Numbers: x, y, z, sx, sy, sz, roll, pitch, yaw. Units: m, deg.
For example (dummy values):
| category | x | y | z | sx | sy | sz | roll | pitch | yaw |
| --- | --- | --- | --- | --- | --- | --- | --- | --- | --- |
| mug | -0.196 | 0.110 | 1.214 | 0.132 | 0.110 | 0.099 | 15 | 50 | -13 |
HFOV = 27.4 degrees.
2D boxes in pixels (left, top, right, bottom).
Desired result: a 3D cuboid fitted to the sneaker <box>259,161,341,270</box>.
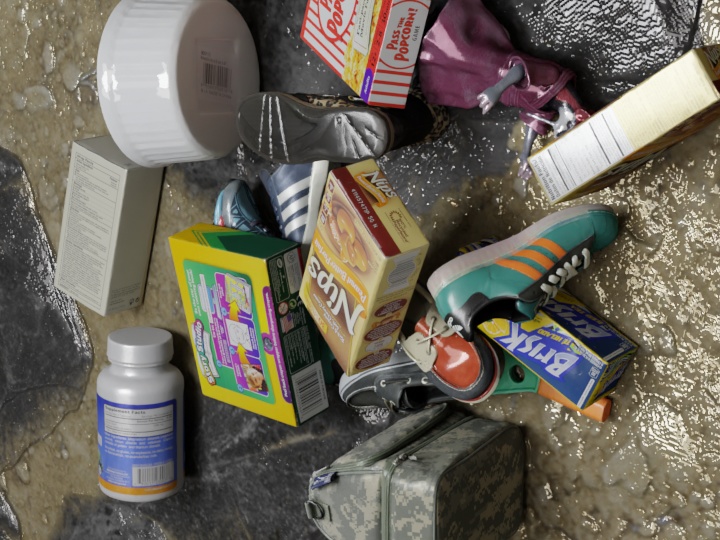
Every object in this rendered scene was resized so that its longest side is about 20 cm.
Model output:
| category | x | y | z | sx | sy | sz | roll | pitch | yaw |
| --- | --- | --- | --- | --- | --- | --- | --- | --- | --- |
| sneaker | -0.075 | -0.071 | 1.652 | 0.083 | 0.075 | 0.203 | 10 | 91 | 15 |

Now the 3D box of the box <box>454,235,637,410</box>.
| category | x | y | z | sx | sy | sz | roll | pitch | yaw |
| --- | --- | --- | --- | --- | --- | --- | --- | --- | --- |
| box | 0.180 | 0.051 | 1.506 | 0.199 | 0.070 | 0.065 | 39 | 124 | 24 |

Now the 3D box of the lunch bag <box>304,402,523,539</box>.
| category | x | y | z | sx | sy | sz | roll | pitch | yaw |
| --- | --- | --- | --- | --- | --- | --- | --- | --- | --- |
| lunch bag | 0.059 | 0.230 | 1.560 | 0.166 | 0.199 | 0.141 | 8 | 110 | 35 |

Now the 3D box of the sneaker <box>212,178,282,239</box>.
| category | x | y | z | sx | sy | sz | roll | pitch | yaw |
| --- | --- | --- | --- | --- | --- | --- | --- | --- | --- |
| sneaker | -0.101 | -0.017 | 1.713 | 0.095 | 0.079 | 0.202 | -15 | 100 | 30 |

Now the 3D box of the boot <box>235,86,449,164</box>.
| category | x | y | z | sx | sy | sz | roll | pitch | yaw |
| --- | --- | --- | --- | --- | --- | --- | --- | --- | --- |
| boot | -0.017 | -0.158 | 1.555 | 0.198 | 0.150 | 0.074 | 6 | 106 | 35 |

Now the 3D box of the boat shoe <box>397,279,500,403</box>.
| category | x | y | z | sx | sy | sz | roll | pitch | yaw |
| --- | --- | --- | --- | --- | --- | --- | --- | --- | --- |
| boat shoe | 0.073 | 0.063 | 1.525 | 0.071 | 0.062 | 0.200 | -46 | 44 | 6 |

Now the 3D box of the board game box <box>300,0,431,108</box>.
| category | x | y | z | sx | sy | sz | roll | pitch | yaw |
| --- | --- | --- | --- | --- | --- | --- | --- | --- | --- |
| board game box | 0.007 | -0.276 | 1.519 | 0.200 | 0.046 | 0.153 | -130 | 48 | -54 |

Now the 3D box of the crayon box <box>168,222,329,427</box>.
| category | x | y | z | sx | sy | sz | roll | pitch | yaw |
| --- | --- | --- | --- | --- | --- | --- | --- | --- | --- |
| crayon box | -0.126 | 0.058 | 1.656 | 0.171 | 0.058 | 0.203 | 13 | 121 | 45 |

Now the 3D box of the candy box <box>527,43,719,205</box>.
| category | x | y | z | sx | sy | sz | roll | pitch | yaw |
| --- | --- | --- | --- | --- | --- | --- | --- | --- | --- |
| candy box | 0.264 | -0.136 | 1.367 | 0.199 | 0.115 | 0.056 | -34 | 79 | 37 |

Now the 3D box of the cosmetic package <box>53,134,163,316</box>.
| category | x | y | z | sx | sy | sz | roll | pitch | yaw |
| --- | --- | --- | --- | --- | --- | --- | --- | --- | --- |
| cosmetic package | -0.319 | -0.057 | 1.861 | 0.103 | 0.073 | 0.202 | 28 | 116 | 29 |

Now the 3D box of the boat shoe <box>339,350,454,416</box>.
| category | x | y | z | sx | sy | sz | roll | pitch | yaw |
| --- | --- | --- | --- | --- | --- | --- | --- | --- | --- |
| boat shoe | 0.052 | 0.124 | 1.593 | 0.199 | 0.068 | 0.057 | -20 | 51 | 38 |

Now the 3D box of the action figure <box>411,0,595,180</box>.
| category | x | y | z | sx | sy | sz | roll | pitch | yaw |
| --- | --- | --- | --- | --- | --- | --- | --- | --- | --- |
| action figure | 0.154 | -0.193 | 1.473 | 0.198 | 0.134 | 0.150 | 23 | 72 | 18 |

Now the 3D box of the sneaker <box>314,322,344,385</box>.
| category | x | y | z | sx | sy | sz | roll | pitch | yaw |
| --- | --- | --- | --- | --- | --- | --- | --- | --- | --- |
| sneaker | -0.012 | 0.033 | 1.658 | 0.079 | 0.071 | 0.203 | 17 | 109 | 16 |

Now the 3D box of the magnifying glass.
| category | x | y | z | sx | sy | sz | roll | pitch | yaw |
| --- | --- | --- | --- | --- | --- | --- | --- | --- | --- |
| magnifying glass | 0.174 | 0.111 | 1.557 | 0.198 | 0.022 | 0.081 | 22 | 113 | 31 |

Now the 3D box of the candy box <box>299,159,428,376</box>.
| category | x | y | z | sx | sy | sz | roll | pitch | yaw |
| --- | --- | --- | --- | --- | --- | --- | --- | --- | --- |
| candy box | 0.000 | 0.000 | 1.488 | 0.116 | 0.055 | 0.201 | 58 | 151 | 29 |

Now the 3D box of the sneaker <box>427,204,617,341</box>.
| category | x | y | z | sx | sy | sz | roll | pitch | yaw |
| --- | --- | --- | --- | --- | --- | --- | --- | --- | --- |
| sneaker | 0.170 | 0.007 | 1.437 | 0.198 | 0.072 | 0.081 | -24 | 64 | -4 |

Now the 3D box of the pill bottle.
| category | x | y | z | sx | sy | sz | roll | pitch | yaw |
| --- | --- | --- | --- | --- | --- | --- | --- | --- | --- |
| pill bottle | -0.277 | 0.179 | 1.862 | 0.111 | 0.112 | 0.203 | 11 | 107 | 35 |

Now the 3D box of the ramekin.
| category | x | y | z | sx | sy | sz | roll | pitch | yaw |
| --- | --- | --- | --- | --- | --- | --- | --- | --- | --- |
| ramekin | -0.197 | -0.216 | 1.656 | 0.097 | 0.200 | 0.203 | 3 | 103 | 29 |
